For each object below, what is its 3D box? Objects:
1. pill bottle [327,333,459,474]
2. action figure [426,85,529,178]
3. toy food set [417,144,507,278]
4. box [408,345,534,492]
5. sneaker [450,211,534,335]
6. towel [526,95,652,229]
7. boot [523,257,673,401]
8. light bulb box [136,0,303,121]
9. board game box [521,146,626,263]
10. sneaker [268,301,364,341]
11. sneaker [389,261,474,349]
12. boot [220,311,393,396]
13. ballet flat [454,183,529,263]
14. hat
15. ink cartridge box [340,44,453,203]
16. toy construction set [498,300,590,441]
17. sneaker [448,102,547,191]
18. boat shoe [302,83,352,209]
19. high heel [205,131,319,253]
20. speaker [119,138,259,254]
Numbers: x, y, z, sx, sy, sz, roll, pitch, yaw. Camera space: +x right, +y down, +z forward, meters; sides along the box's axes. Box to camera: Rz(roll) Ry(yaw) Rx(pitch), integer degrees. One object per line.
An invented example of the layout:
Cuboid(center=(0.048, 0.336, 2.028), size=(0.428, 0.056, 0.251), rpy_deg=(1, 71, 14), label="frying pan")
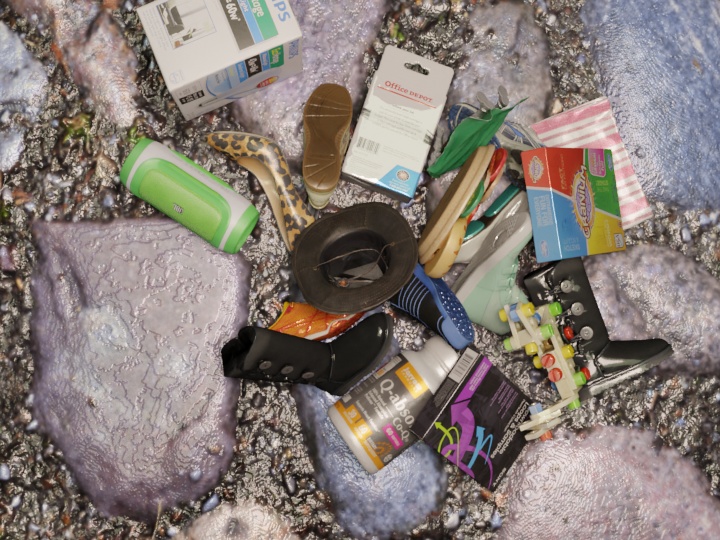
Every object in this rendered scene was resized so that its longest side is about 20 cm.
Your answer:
Cuboid(center=(0.060, 0.188, 1.421), size=(0.199, 0.116, 0.117), rpy_deg=(-37, 88, -5), label="pill bottle")
Cuboid(center=(0.145, -0.189, 1.426), size=(0.117, 0.200, 0.055), rpy_deg=(-18, 73, -32), label="action figure")
Cuboid(center=(0.141, -0.090, 1.389), size=(0.048, 0.200, 0.200), rpy_deg=(31, 103, -2), label="toy food set")
Cuboid(center=(0.171, 0.214, 1.408), size=(0.144, 0.036, 0.200), rpy_deg=(-55, 131, -6), label="box")
Cuboid(center=(0.220, 0.008, 1.427), size=(0.117, 0.074, 0.201), rpy_deg=(29, 128, -8), label="sneaker")
Cuboid(center=(0.345, -0.148, 1.509), size=(0.144, 0.030, 0.203), rpy_deg=(-21, 87, -4), label="towel")
Cuboid(center=(0.351, 0.067, 1.471), size=(0.163, 0.066, 0.202), rpy_deg=(-24, 83, -6), label="boot")
Cuboid(center=(-0.191, -0.325, 1.411), size=(0.197, 0.198, 0.126), rpy_deg=(-23, 89, -4), label="light bulb box")
Cuboid(center=(0.305, -0.095, 1.409), size=(0.040, 0.198, 0.156), rpy_deg=(-9, 89, 40), label="board game box")
Cuboid(center=(-0.073, 0.070, 1.448), size=(0.197, 0.073, 0.078), rpy_deg=(-22, 78, -7), label="sneaker")
Cuboid(center=(0.089, 0.048, 1.427), size=(0.078, 0.070, 0.201), rpy_deg=(-47, 52, 20), label="sneaker")
Cuboid(center=(-0.073, 0.102, 1.370), size=(0.198, 0.066, 0.165), rpy_deg=(18, 124, -32), label="boot")
Cuboid(center=(0.192, -0.057, 1.481), size=(0.199, 0.069, 0.070), rpy_deg=(-39, 88, -6), label="ballet flat")
Cuboid(center=(0.000, 0.000, 1.410), size=(0.197, 0.081, 0.203), rpy_deg=(-11, 49, 12), label="hat")
Cuboid(center=(0.055, -0.217, 1.479), size=(0.114, 0.068, 0.203), rpy_deg=(20, 85, -1), label="ink cartridge box")
Cuboid(center=(0.259, 0.132, 1.385), size=(0.091, 0.131, 0.204), rpy_deg=(-7, 96, 29), label="toy construction set")
Cuboid(center=(0.217, -0.188, 1.483), size=(0.199, 0.078, 0.085), rpy_deg=(40, 44, 22), label="sneaker")
Cuboid(center=(-0.055, -0.186, 1.455), size=(0.072, 0.063, 0.203), rpy_deg=(11, 58, -1), label="boat shoe")
Cuboid(center=(-0.149, -0.117, 1.456), size=(0.197, 0.071, 0.145), rpy_deg=(19, 78, -10), label="high heel")
Cuboid(center=(-0.248, -0.108, 1.446), size=(0.198, 0.088, 0.089), rpy_deg=(33, 84, 0), label="speaker")
